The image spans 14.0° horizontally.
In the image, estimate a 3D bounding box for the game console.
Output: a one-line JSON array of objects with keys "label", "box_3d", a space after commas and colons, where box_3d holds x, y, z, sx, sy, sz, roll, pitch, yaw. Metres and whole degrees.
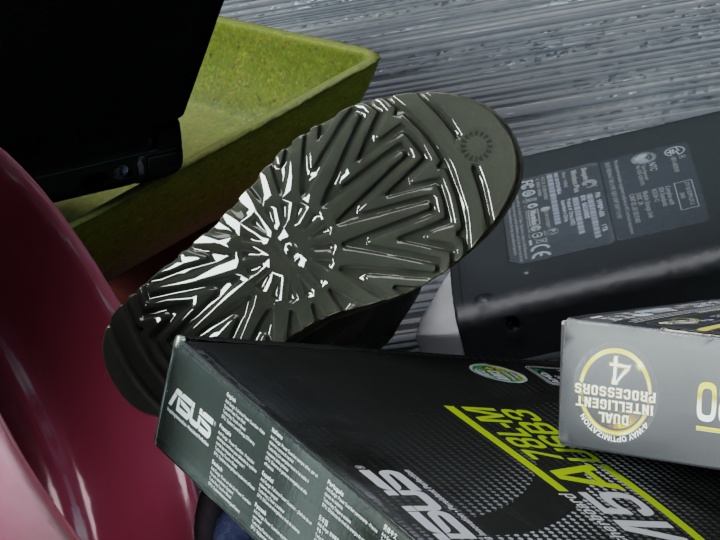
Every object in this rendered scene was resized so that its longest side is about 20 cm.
[{"label": "game console", "box_3d": [-0.172, -0.080, 1.177, 0.200, 0.117, 0.176, -14, 20, -35]}]

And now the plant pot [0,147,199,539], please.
[{"label": "plant pot", "box_3d": [-0.177, 0.073, 1.041, 0.179, 0.200, 0.200, -26, 23, 11]}]

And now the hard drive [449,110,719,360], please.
[{"label": "hard drive", "box_3d": [0.135, -0.022, 1.166, 0.199, 0.033, 0.140, -13, 25, 5]}]

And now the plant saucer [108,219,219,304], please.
[{"label": "plant saucer", "box_3d": [-0.104, -0.009, 1.332, 0.199, 0.037, 0.200, -1, 29, 27]}]

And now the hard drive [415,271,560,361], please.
[{"label": "hard drive", "box_3d": [0.137, -0.003, 1.196, 0.199, 0.027, 0.132, -4, 27, 23]}]

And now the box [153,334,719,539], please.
[{"label": "box", "box_3d": [0.059, 0.078, 0.948, 0.193, 0.048, 0.200, 8, 15, -29]}]

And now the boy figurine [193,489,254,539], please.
[{"label": "boy figurine", "box_3d": [-0.007, 0.116, 0.967, 0.124, 0.065, 0.200, 3, 17, -15]}]

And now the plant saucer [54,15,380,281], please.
[{"label": "plant saucer", "box_3d": [-0.118, -0.052, 1.330, 0.199, 0.048, 0.200, -31, 30, -31]}]

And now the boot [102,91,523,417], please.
[{"label": "boot", "box_3d": [0.000, -0.002, 1.104, 0.182, 0.073, 0.200, -29, -11, 15]}]

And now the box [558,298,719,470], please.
[{"label": "box", "box_3d": [0.185, 0.037, 0.968, 0.161, 0.049, 0.200, 5, 6, 37]}]
